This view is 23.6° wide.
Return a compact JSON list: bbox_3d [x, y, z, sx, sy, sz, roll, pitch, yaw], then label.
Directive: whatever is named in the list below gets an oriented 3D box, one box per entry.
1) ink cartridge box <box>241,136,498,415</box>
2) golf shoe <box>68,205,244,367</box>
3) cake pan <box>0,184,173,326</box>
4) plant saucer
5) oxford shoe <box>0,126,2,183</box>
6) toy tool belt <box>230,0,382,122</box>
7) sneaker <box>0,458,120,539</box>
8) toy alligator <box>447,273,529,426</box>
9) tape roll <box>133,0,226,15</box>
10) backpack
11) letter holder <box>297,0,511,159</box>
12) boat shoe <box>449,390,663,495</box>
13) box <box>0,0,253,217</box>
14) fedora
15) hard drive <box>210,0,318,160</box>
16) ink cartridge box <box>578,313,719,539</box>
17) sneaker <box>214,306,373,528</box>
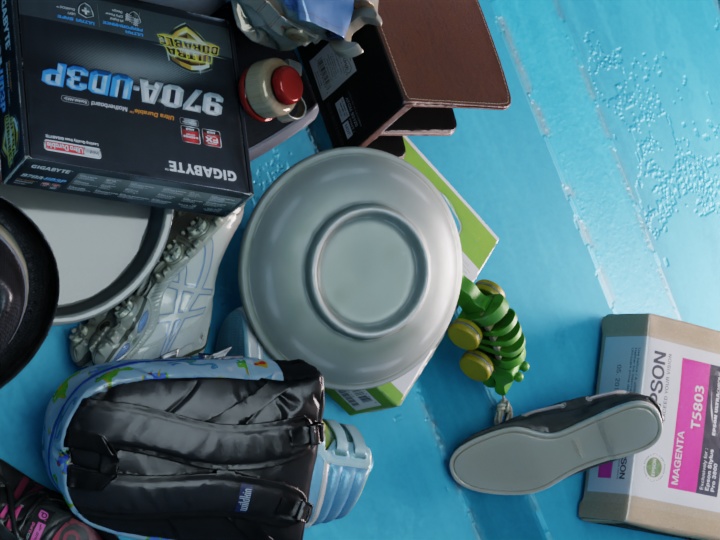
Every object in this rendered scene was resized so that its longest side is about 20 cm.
[{"bbox_3d":[0.014,0.003,1.509,0.148,0.075,0.201,45,58,-18],"label":"ink cartridge box"},{"bbox_3d":[-0.152,0.020,1.428,0.201,0.078,0.097,-52,127,-16],"label":"golf shoe"},{"bbox_3d":[-0.248,-0.057,1.363,0.198,0.037,0.203,0,88,-13],"label":"cake pan"},{"bbox_3d":[0.000,0.000,1.407,0.198,0.050,0.203,-1,94,-20],"label":"plant saucer"},{"bbox_3d":[-0.362,-0.105,1.292,0.198,0.071,0.074,21,87,-1],"label":"oxford shoe"},{"bbox_3d":[-0.037,-0.225,1.358,0.124,0.122,0.203,16,72,-48],"label":"toy tool belt"},{"bbox_3d":[-0.265,0.188,1.332,0.199,0.084,0.078,24,74,-25],"label":"sneaker"},{"bbox_3d":[0.125,0.075,1.526,0.059,0.054,0.201,-55,139,-33],"label":"toy alligator"},{"bbox_3d":[-0.173,-0.301,1.411,0.198,0.066,0.203,11,67,-27],"label":"tape roll"},{"bbox_3d":[-0.146,0.138,1.331,0.198,0.153,0.165,-1,105,-33],"label":"backpack"},{"bbox_3d":[0.028,-0.205,1.486,0.141,0.100,0.202,-4,66,-41],"label":"letter holder"},{"bbox_3d":[0.179,0.156,1.572,0.198,0.057,0.068,-15,101,6],"label":"boat shoe"},{"bbox_3d":[-0.184,-0.133,1.330,0.198,0.046,0.161,8,62,-35],"label":"box"},{"bbox_3d":[-0.315,0.038,1.269,0.198,0.092,0.203,-6,115,-13],"label":"fedora"},{"bbox_3d":[-0.133,-0.146,1.456,0.199,0.042,0.136,-29,100,-28],"label":"hard drive"},{"bbox_3d":[0.306,0.154,1.657,0.163,0.075,0.202,13,80,-29],"label":"ink cartridge box"},{"bbox_3d":[-0.053,0.125,1.460,0.129,0.079,0.203,-7,99,-27],"label":"sneaker"}]
